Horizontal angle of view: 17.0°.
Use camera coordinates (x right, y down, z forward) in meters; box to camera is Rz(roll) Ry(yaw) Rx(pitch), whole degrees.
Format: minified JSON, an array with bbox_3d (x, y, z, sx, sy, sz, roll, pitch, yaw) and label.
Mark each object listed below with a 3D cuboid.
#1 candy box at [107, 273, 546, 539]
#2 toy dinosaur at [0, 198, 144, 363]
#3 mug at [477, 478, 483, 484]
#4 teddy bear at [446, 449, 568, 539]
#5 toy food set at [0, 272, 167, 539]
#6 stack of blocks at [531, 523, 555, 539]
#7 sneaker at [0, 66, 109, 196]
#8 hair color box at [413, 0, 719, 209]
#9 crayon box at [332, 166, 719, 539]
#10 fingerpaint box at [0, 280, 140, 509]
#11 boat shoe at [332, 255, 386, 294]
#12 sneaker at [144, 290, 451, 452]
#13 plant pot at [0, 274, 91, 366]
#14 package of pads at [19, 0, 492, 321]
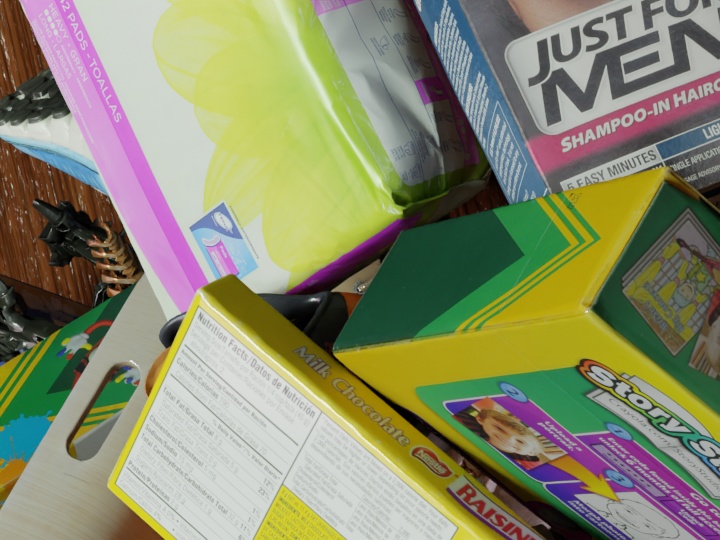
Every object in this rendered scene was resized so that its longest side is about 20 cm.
[{"bbox_3d":[0.003,0.100,0.840,0.200,0.026,0.102,40,125,16],"label":"candy box"},{"bbox_3d":[-0.117,0.027,1.230,0.135,0.102,0.201,29,136,16],"label":"toy dinosaur"},{"bbox_3d":[0.029,0.177,1.108,0.133,0.178,0.200,28,144,8],"label":"mug"},{"bbox_3d":[0.082,0.098,0.948,0.144,0.067,0.201,1,93,42],"label":"teddy bear"},{"bbox_3d":[-0.079,0.111,1.081,0.060,0.144,0.200,14,153,32],"label":"toy food set"},{"bbox_3d":[0.071,0.210,0.883,0.115,0.058,0.200,-48,64,33],"label":"stack of blocks"},{"bbox_3d":[-0.110,-0.050,1.140,0.200,0.078,0.090,25,146,55],"label":"sneaker"},{"bbox_3d":[0.074,-0.102,0.844,0.061,0.100,0.201,92,155,-69],"label":"hair color box"},{"bbox_3d":[0.112,0.056,0.787,0.200,0.058,0.172,38,159,-18],"label":"crayon box"},{"bbox_3d":[-0.108,0.115,1.165,0.073,0.166,0.201,40,155,41],"label":"fingerpaint box"},{"bbox_3d":[0.000,0.000,1.090,0.200,0.075,0.072,53,144,35],"label":"boat shoe"},{"bbox_3d":[-0.046,0.066,0.957,0.200,0.112,0.078,-50,39,36],"label":"sneaker"},{"bbox_3d":[-0.216,0.117,1.415,0.179,0.200,0.201,-36,63,16],"label":"plant pot"},{"bbox_3d":[-0.048,-0.087,0.941,0.154,0.068,0.201,-33,81,44],"label":"package of pads"}]
